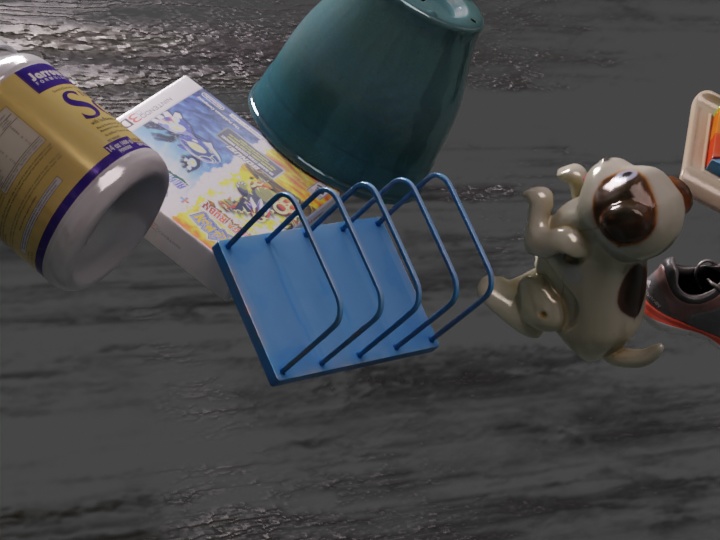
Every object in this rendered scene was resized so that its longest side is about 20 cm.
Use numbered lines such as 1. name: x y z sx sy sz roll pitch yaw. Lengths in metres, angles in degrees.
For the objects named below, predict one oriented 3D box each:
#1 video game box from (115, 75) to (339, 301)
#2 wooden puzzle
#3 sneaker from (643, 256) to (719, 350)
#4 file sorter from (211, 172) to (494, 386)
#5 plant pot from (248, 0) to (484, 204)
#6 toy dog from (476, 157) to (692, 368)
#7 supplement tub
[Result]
1. video game box: -0.147 -0.082 1.821 0.200 0.047 0.182 37 42 10
2. wooden puzzle: 0.458 -0.118 2.223 0.184 0.037 0.200 26 39 -3
3. sneaker: 0.380 0.034 1.974 0.199 0.082 0.077 11 42 -20
4. file sorter: 0.000 0.000 1.723 0.199 0.123 0.140 -10 68 -42
5. plant pot: 0.019 -0.199 1.901 0.199 0.189 0.201 25 28 -14
6. toy dog: 0.229 -0.018 1.847 0.139 0.201 0.194 -14 54 -39
7. supplement tub: -0.280 -0.095 1.675 0.200 0.146 0.145 39 40 13
